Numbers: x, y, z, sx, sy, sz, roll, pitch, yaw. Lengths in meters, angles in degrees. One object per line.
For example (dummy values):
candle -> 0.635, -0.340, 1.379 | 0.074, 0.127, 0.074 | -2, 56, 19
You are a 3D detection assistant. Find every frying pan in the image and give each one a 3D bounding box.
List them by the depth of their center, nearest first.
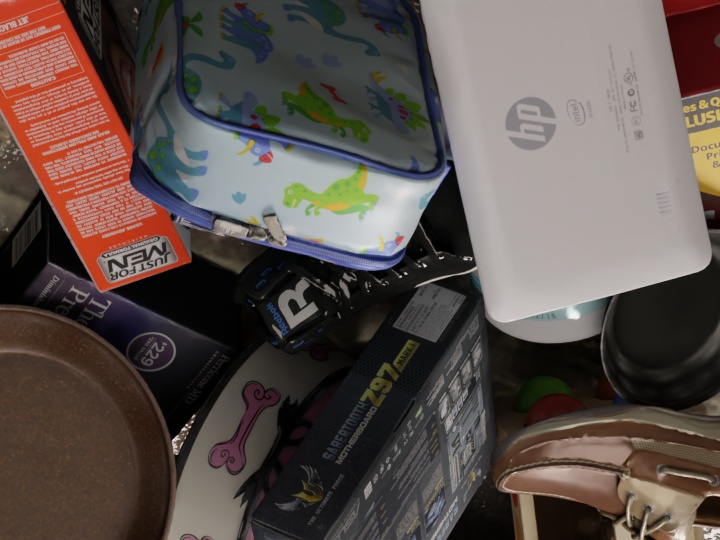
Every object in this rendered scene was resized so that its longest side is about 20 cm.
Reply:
frying pan -> 0.163, 0.005, 1.271 | 0.115, 0.031, 0.190 | -45, 124, 0

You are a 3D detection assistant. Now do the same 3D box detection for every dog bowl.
dog bowl -> -0.040, 0.137, 1.367 | 0.073, 0.200, 0.201 | 21, 134, 24

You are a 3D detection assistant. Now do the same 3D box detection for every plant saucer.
plant saucer -> -0.202, 0.121, 1.287 | 0.198, 0.037, 0.203 | 0, 88, 1

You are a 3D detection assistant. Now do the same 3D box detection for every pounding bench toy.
pounding bench toy -> 0.151, 0.139, 1.454 | 0.123, 0.200, 0.158 | -9, 97, -3

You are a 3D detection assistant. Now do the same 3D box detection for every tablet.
tablet -> 0.108, -0.083, 1.191 | 0.129, 0.014, 0.202 | -14, 99, -8

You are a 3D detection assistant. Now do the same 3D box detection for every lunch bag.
lunch bag -> -0.037, -0.092, 1.180 | 0.159, 0.201, 0.083 | 14, 126, -18

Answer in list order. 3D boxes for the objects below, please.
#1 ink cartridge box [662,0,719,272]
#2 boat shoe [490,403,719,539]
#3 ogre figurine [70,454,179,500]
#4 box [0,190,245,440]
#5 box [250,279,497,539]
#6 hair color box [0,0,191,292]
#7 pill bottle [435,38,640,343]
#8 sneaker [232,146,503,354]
ink cartridge box -> 0.252, -0.105, 1.283 | 0.198, 0.084, 0.176 | -14, 130, 5
boat shoe -> 0.175, 0.123, 1.304 | 0.198, 0.072, 0.076 | 0, 156, -3
ogre figurine -> -0.190, 0.178, 1.359 | 0.199, 0.098, 0.121 | -22, 114, -9
box -> -0.182, 0.065, 1.373 | 0.140, 0.079, 0.200 | 24, 122, -27
box -> 0.013, 0.126, 1.318 | 0.051, 0.200, 0.158 | 19, 145, 24
hair color box -> -0.156, -0.098, 1.226 | 0.061, 0.102, 0.201 | -17, 130, 7
pill bottle -> 0.102, -0.064, 1.279 | 0.110, 0.111, 0.201 | -13, 130, 3
sneaker -> 0.000, 0.000, 1.262 | 0.073, 0.112, 0.200 | 56, 148, -8
